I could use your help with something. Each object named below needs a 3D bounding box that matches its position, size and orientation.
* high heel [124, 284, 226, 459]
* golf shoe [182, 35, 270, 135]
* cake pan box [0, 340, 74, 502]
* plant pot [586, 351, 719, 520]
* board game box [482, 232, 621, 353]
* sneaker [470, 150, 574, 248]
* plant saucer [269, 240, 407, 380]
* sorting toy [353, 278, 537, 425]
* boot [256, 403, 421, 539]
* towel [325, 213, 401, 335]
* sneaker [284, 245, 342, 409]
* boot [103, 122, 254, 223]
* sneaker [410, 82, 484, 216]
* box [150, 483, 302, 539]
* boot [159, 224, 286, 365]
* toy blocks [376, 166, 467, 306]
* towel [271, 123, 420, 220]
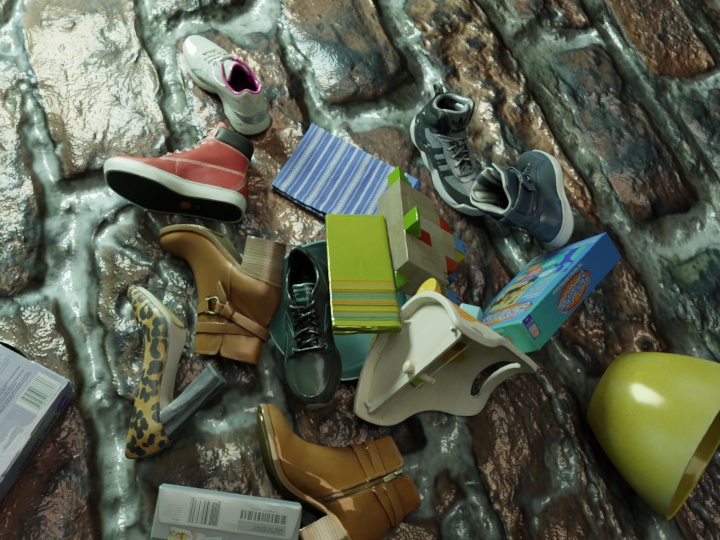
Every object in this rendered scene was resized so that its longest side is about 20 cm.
[{"bbox_3d":[-0.267,0.118,0.861,0.142,0.072,0.200,-43,62,-6],"label":"high heel"},{"bbox_3d":[-0.202,-0.301,1.082,0.075,0.092,0.200,-35,72,-25],"label":"golf shoe"},{"bbox_3d":[-0.449,0.165,0.793,0.181,0.053,0.203,26,59,0],"label":"cake pan box"},{"bbox_3d":[0.374,0.185,0.907,0.141,0.203,0.199,30,55,35],"label":"plant pot"},{"bbox_3d":[0.235,0.038,0.958,0.199,0.151,0.045,-40,96,-27],"label":"board game box"},{"bbox_3d":[0.229,-0.134,1.061,0.143,0.078,0.205,19,37,-18],"label":"sneaker"},{"bbox_3d":[-0.034,0.056,0.956,0.194,0.036,0.205,6,60,-9],"label":"plant saucer"},{"bbox_3d":[0.116,0.117,0.877,0.177,0.200,0.109,27,39,-24],"label":"sorting toy"},{"bbox_3d":[-0.029,0.227,0.844,0.152,0.074,0.204,-22,80,-22],"label":"boot"},{"bbox_3d":[0.000,0.000,0.903,0.083,0.018,0.203,2,45,-8],"label":"towel"},{"bbox_3d":[-0.068,0.065,0.869,0.073,0.080,0.205,-11,60,7],"label":"sneaker"},{"bbox_3d":[-0.250,-0.156,1.005,0.195,0.073,0.148,12,59,-16],"label":"boot"},{"bbox_3d":[0.145,-0.186,1.084,0.074,0.115,0.203,-20,67,-22],"label":"sneaker"},{"bbox_3d":[-0.149,0.337,0.737,0.151,0.041,0.206,9,77,-7],"label":"box"},{"bbox_3d":[-0.191,0.029,0.921,0.195,0.077,0.160,11,86,17],"label":"boot"},{"bbox_3d":[0.091,-0.029,0.989,0.135,0.100,0.204,28,41,-30],"label":"toy blocks"},{"bbox_3d":[-0.018,-0.129,1.068,0.197,0.024,0.147,28,59,3],"label":"towel"}]
